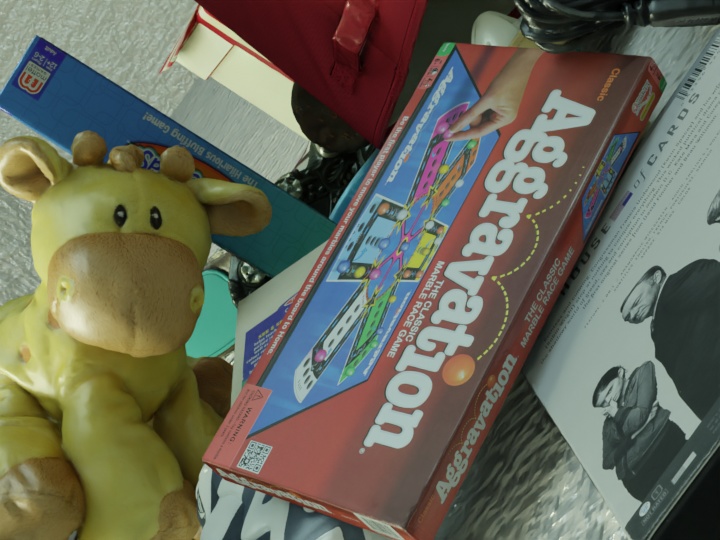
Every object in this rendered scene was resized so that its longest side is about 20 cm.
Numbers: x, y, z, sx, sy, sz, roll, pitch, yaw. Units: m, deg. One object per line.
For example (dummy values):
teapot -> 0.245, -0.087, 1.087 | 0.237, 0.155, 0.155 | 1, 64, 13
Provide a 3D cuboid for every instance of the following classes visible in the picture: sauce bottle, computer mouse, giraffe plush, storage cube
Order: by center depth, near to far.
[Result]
computer mouse -> 0.124, -0.149, 0.670 | 0.110, 0.044, 0.200 | -9, 27, 14
giraffe plush -> -0.116, 0.023, 0.778 | 0.200, 0.172, 0.162 | 48, 129, 36
storage cube -> 0.012, -0.212, 0.873 | 0.200, 0.180, 0.171 | -46, -11, -24
sauce bottle -> 0.025, -0.135, 1.016 | 0.066, 0.066, 0.200 | -48, -3, 37

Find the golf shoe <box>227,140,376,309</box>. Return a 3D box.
golf shoe -> -0.024, -0.038, 1.062 | 0.088, 0.077, 0.200 | 103, -166, -61

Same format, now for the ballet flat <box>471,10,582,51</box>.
ballet flat -> 0.090, -0.124, 0.787 | 0.200, 0.063, 0.069 | -58, -10, -11

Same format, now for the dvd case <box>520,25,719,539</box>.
dvd case -> 0.112, -0.004, 0.508 | 0.150, 0.025, 0.200 | -56, 11, 8

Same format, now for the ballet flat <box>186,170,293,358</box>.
ballet flat -> -0.079, 0.002, 1.186 | 0.200, 0.068, 0.075 | -48, -7, 19

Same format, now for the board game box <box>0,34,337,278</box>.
board game box -> -0.102, -0.055, 0.885 | 0.045, 0.200, 0.152 | -59, 12, -1

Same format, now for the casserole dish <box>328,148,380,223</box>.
casserole dish -> 0.000, 0.000, 0.907 | 0.121, 0.039, 0.200 | -41, 20, 55

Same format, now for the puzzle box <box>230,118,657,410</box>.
puzzle box -> 0.032, -0.010, 0.679 | 0.200, 0.025, 0.133 | -34, 17, 9

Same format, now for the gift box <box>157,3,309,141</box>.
gift box -> -0.034, -0.202, 1.191 | 0.200, 0.187, 0.185 | -39, 22, 54

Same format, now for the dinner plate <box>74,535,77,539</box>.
dinner plate -> -0.167, 0.171, 0.870 | 0.200, 0.024, 0.200 | -51, 16, 20

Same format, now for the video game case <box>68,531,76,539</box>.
video game case -> -0.192, 0.143, 0.920 | 0.182, 0.024, 0.200 | -42, 20, 42

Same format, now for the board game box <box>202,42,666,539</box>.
board game box -> 0.028, 0.000, 0.599 | 0.103, 0.019, 0.200 | 12, 64, 41

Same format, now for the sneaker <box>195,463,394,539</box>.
sneaker -> -0.052, 0.144, 0.650 | 0.130, 0.079, 0.199 | -52, 20, -14
